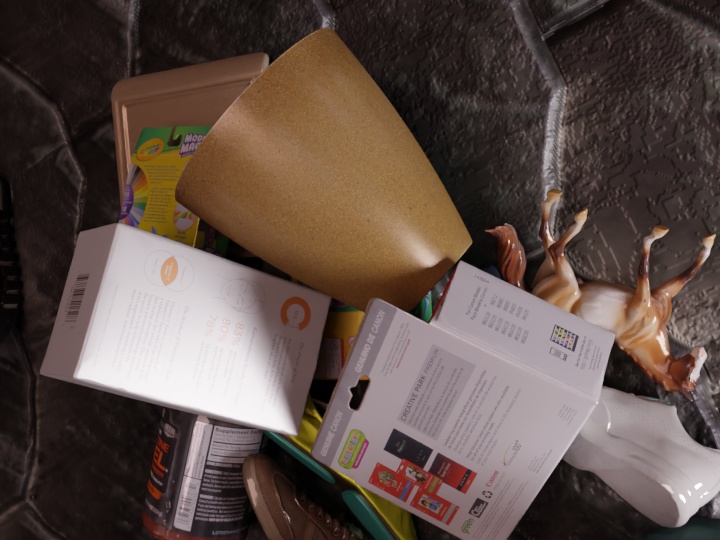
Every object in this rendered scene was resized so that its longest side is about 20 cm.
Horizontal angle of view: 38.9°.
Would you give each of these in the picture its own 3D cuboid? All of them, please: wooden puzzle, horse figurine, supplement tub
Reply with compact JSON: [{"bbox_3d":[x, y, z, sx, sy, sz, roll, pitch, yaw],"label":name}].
[{"bbox_3d":[-0.163,-0.106,1.017,0.184,0.037,0.201,-5,85,25],"label":"wooden puzzle"},{"bbox_3d":[0.197,0.013,0.840,0.199,0.050,0.133,17,116,15],"label":"horse figurine"},{"bbox_3d":[-0.140,0.157,0.973,0.107,0.107,0.201,16,97,23],"label":"supplement tub"}]

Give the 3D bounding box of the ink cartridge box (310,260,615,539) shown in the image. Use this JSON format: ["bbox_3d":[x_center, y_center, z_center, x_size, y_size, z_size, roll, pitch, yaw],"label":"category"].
[{"bbox_3d":[0.073,0.101,0.796,0.175,0.084,0.200,26,130,5],"label":"ink cartridge box"}]

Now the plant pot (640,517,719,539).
[{"bbox_3d":[0.249,0.278,0.751,0.200,0.196,0.201,1,93,25],"label":"plant pot"}]

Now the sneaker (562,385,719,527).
[{"bbox_3d":[0.212,0.124,0.838,0.200,0.088,0.075,40,149,39],"label":"sneaker"}]

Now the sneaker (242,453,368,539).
[{"bbox_3d":[-0.035,0.242,0.939,0.075,0.070,0.200,-28,103,3],"label":"sneaker"}]

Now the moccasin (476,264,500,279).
[{"bbox_3d":[0.096,0.087,0.880,0.080,0.068,0.200,22,124,8],"label":"moccasin"}]

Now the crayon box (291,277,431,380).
[{"bbox_3d":[0.000,0.000,0.930,0.118,0.058,0.201,-2,91,24],"label":"crayon box"}]

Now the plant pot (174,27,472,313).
[{"bbox_3d":[-0.013,-0.057,0.818,0.200,0.186,0.186,43,108,3],"label":"plant pot"}]

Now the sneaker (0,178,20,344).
[{"bbox_3d":[-0.444,-0.005,1.131,0.115,0.076,0.201,-9,78,29],"label":"sneaker"}]

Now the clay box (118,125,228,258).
[{"bbox_3d":[-0.176,-0.033,0.953,0.115,0.048,0.201,6,82,39],"label":"clay box"}]

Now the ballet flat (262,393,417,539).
[{"bbox_3d":[-0.003,0.180,0.927,0.200,0.067,0.067,44,71,-3],"label":"ballet flat"}]

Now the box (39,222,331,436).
[{"bbox_3d":[-0.142,0.052,0.844,0.097,0.200,0.125,-5,68,57],"label":"box"}]
